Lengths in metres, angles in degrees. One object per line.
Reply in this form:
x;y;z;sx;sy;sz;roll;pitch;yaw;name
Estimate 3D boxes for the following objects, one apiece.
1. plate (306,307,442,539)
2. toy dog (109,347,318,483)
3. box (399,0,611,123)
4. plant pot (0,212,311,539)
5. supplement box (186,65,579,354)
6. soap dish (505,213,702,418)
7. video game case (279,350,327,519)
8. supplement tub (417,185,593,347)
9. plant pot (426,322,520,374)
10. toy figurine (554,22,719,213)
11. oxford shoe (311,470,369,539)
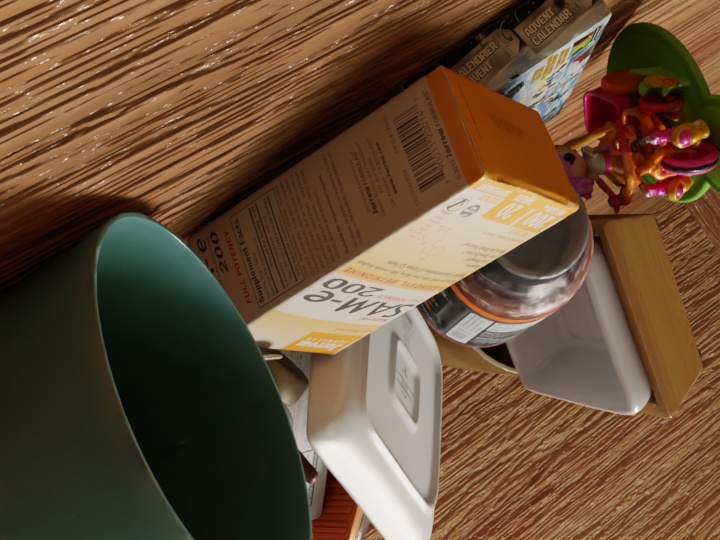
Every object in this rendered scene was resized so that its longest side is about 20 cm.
0.020;0.083;0.987;0.032;0.202;0.200;-11;140;20;plate
-0.087;0.097;0.857;0.199;0.096;0.133;-6;127;-58;toy dog
0.086;-0.114;0.923;0.136;0.040;0.200;-34;171;-8;box
-0.140;0.097;0.684;0.159;0.203;0.200;-25;174;14;plant pot
0.013;-0.027;0.816;0.199;0.074;0.125;-32;158;27;supplement box
0.181;0.028;1.097;0.080;0.159;0.200;-24;-170;-19;soap dish
-0.090;0.108;0.979;0.180;0.023;0.203;-11;117;-42;video game case
0.098;-0.011;0.950;0.106;0.108;0.200;-34;174;-12;supplement tub
0.093;0.014;1.291;0.185;0.188;0.199;-30;-173;-32;plant pot
0.178;-0.087;1.068;0.182;0.200;0.152;-21;123;-18;toy figurine
0.016;0.139;1.096;0.071;0.072;0.203;-6;-119;50;oxford shoe
